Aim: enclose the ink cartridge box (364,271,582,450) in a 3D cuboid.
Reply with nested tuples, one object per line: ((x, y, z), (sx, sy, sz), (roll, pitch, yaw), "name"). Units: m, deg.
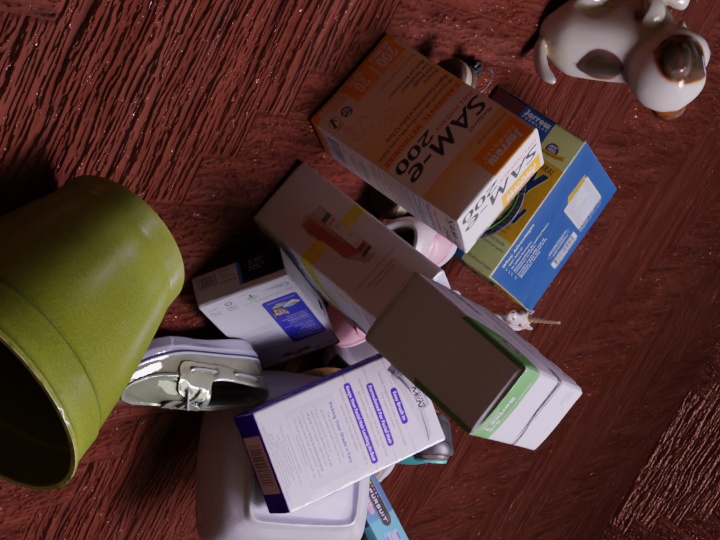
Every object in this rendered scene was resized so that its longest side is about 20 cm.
((0.113, 0.091, 1.361), (0.085, 0.146, 0.200), (-52, 154, 6), "ink cartridge box")

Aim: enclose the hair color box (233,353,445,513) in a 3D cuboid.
((-0.021, 0.164, 1.486), (0.198, 0.110, 0.065), (-21, -179, -26), "hair color box")

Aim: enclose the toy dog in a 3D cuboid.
((0.323, -0.270, 1.687), (0.193, 0.199, 0.140), (-38, 150, -31), "toy dog")

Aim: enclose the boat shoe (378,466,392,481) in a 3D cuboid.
((0.032, 0.225, 1.917), (0.062, 0.072, 0.201), (-41, 156, -50), "boat shoe")

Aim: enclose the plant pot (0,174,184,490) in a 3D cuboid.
((-0.243, 0.031, 1.114), (0.193, 0.199, 0.202), (-50, 157, -38), "plant pot")

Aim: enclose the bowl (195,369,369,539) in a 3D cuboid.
((-0.073, 0.208, 1.530), (0.198, 0.074, 0.202), (9, 79, -24), "bowl")

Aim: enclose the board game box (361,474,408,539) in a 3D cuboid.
((-0.052, 0.290, 1.681), (0.199, 0.152, 0.047), (-31, 175, 42), "board game box")

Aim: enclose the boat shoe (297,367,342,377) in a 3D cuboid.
((-0.073, 0.152, 1.620), (0.198, 0.072, 0.069), (2, 164, -25), "boat shoe")

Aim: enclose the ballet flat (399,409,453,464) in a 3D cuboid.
((0.078, 0.202, 1.734), (0.200, 0.067, 0.069), (144, -50, -76), "ballet flat")

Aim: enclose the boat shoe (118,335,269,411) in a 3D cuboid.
((-0.170, 0.108, 1.419), (0.199, 0.062, 0.072), (-4, 136, -45), "boat shoe")

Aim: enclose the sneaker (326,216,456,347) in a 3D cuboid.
((0.014, 0.009, 1.606), (0.200, 0.076, 0.104), (-43, 160, 19), "sneaker")

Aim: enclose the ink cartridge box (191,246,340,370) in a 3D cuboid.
((-0.095, 0.043, 1.482), (0.098, 0.040, 0.200), (-20, 153, 6), "ink cartridge box")

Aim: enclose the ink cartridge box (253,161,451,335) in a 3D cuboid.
((0.000, 0.000, 1.459), (0.083, 0.200, 0.145), (-47, 154, -8), "ink cartridge box")

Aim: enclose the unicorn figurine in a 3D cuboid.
((0.128, 0.084, 1.791), (0.137, 0.074, 0.200), (25, 119, -36), "unicorn figurine")

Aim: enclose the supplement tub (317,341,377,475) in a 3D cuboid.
((-0.013, 0.181, 1.747), (0.122, 0.122, 0.201), (-17, 136, -52), "supplement tub")

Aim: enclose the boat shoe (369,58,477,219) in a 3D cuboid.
((0.080, -0.145, 1.562), (0.074, 0.075, 0.203), (-2, 136, -40), "boat shoe")

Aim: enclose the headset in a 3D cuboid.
((0.129, -0.137, 1.616), (0.094, 0.122, 0.203), (-55, 146, -83), "headset")

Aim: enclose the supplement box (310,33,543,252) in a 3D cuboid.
((0.066, -0.129, 1.412), (0.126, 0.199, 0.074), (-49, 154, -12), "supplement box")

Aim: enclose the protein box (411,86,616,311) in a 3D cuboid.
((0.193, -0.084, 1.765), (0.199, 0.134, 0.200), (-55, 155, 1), "protein box")
